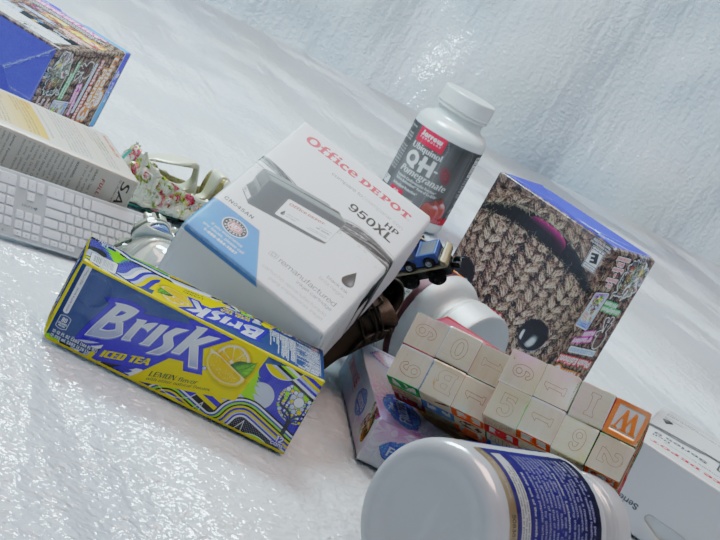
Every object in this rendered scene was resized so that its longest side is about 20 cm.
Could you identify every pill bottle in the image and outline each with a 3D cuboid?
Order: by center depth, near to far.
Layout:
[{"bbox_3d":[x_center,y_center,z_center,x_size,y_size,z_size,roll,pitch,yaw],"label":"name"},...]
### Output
[{"bbox_3d":[0.101,0.180,1.145,0.116,0.116,0.200,39,15,36],"label":"pill bottle"},{"bbox_3d":[0.042,0.034,1.608,0.200,0.115,0.114,38,14,34],"label":"pill bottle"},{"bbox_3d":[0.112,-0.164,2.371,0.110,0.201,0.111,27,12,-6],"label":"pill bottle"}]

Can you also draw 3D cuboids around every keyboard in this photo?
[{"bbox_3d":[-0.241,-0.039,1.391,0.011,0.057,0.199,-5,-17,45],"label":"keyboard"}]

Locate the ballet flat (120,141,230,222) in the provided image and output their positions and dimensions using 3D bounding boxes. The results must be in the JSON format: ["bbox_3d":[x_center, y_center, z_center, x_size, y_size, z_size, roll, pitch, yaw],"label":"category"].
[{"bbox_3d":[-0.171,-0.079,1.686,0.199,0.064,0.076,19,15,-44],"label":"ballet flat"}]

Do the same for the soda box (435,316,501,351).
[{"bbox_3d":[0.130,0.118,1.388,0.199,0.064,0.070,33,12,14],"label":"soda box"}]

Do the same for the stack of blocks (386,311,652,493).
[{"bbox_3d":[0.122,0.106,1.288,0.199,0.059,0.115,26,-14,14],"label":"stack of blocks"}]

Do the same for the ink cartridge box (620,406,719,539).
[{"bbox_3d":[0.319,0.216,1.590,0.146,0.084,0.200,32,13,14],"label":"ink cartridge box"}]

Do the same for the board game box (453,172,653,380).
[{"bbox_3d":[0.173,0.029,1.689,0.159,0.201,0.097,36,14,31],"label":"board game box"}]

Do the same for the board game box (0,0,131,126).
[{"bbox_3d":[-0.367,-0.233,1.771,0.159,0.097,0.200,32,12,9],"label":"board game box"}]

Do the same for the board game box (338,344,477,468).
[{"bbox_3d":[0.083,0.148,1.408,0.199,0.041,0.200,27,12,-13],"label":"board game box"}]

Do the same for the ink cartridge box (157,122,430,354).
[{"bbox_3d":[-0.054,-0.016,1.358,0.144,0.084,0.200,38,40,5],"label":"ink cartridge box"}]

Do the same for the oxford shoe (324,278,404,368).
[{"bbox_3d":[-0.016,0.041,1.432,0.084,0.073,0.200,-5,19,25],"label":"oxford shoe"}]

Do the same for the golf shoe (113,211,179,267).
[{"bbox_3d":[-0.122,0.026,1.409,0.199,0.078,0.098,16,38,-39],"label":"golf shoe"}]

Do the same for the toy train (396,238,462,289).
[{"bbox_3d":[0.000,0.000,1.544,0.034,0.199,0.046,-68,141,-49],"label":"toy train"}]

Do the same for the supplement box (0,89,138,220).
[{"bbox_3d":[-0.308,-0.104,1.440,0.199,0.074,0.126,23,13,-29],"label":"supplement box"}]

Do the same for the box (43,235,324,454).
[{"bbox_3d":[-0.129,0.055,1.221,0.199,0.070,0.064,28,14,-12],"label":"box"}]

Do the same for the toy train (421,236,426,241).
[{"bbox_3d":[0.129,0.009,2.083,0.199,0.034,0.046,32,23,3],"label":"toy train"}]
